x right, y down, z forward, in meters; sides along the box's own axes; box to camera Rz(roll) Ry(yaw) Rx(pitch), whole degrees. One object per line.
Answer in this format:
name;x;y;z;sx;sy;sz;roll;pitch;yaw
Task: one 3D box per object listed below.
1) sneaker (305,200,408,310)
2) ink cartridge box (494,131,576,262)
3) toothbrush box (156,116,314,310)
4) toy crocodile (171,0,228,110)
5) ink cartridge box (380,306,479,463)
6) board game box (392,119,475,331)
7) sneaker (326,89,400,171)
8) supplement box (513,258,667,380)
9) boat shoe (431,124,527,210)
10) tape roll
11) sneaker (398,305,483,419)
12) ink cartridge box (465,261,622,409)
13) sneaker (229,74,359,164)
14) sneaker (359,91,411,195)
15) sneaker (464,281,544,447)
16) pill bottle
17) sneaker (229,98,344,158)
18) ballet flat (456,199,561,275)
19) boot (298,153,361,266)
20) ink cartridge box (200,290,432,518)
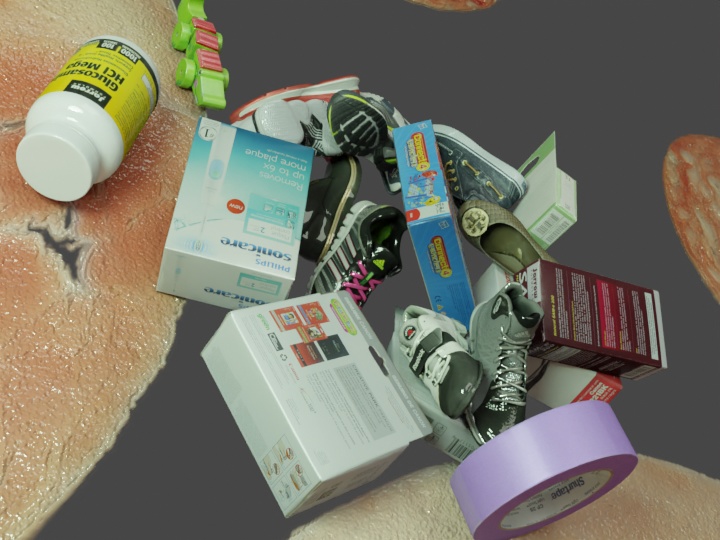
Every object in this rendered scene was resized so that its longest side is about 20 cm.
sneaker;0.000;0.000;1.108;0.074;0.087;0.202;39;62;-31
ink cartridge box;0.270;-0.103;1.428;0.048;0.146;0.202;32;39;-13
toothbrush box;-0.140;-0.061;1.059;0.144;0.086;0.203;15;52;-10
toy crocodile;-0.219;-0.301;1.284;0.067;0.062;0.203;11;47;-31
ink cartridge box;0.097;0.145;1.145;0.161;0.057;0.201;31;19;-11
board game box;0.098;-0.055;1.204;0.055;0.202;0.198;-13;43;8
sneaker;0.003;-0.198;1.245;0.082;0.073;0.200;60;13;23
supplement box;0.291;0.065;1.173;0.197;0.061;0.111;15;62;-24
boat shoe;0.156;-0.150;1.443;0.199;0.071;0.091;35;71;26
tape roll;0.200;0.222;1.013;0.197;0.201;0.066;1;52;-38
sneaker;0.082;0.100;1.065;0.088;0.075;0.200;29;13;-14
ink cartridge box;0.240;0.096;1.249;0.198;0.084;0.145;27;31;-15
sneaker;-0.076;-0.195;1.286;0.197;0.078;0.118;-18;94;-17
sneaker;0.039;-0.179;1.363;0.197;0.080;0.131;31;29;-28
sneaker;0.167;0.102;1.052;0.074;0.116;0.203;9;57;-14
pill bottle;-0.307;-0.172;1.045;0.111;0.113;0.202;29;40;-13
sneaker;-0.102;-0.171;1.210;0.199;0.113;0.077;-7;80;-59
ballet flat;0.209;-0.020;1.234;0.199;0.068;0.046;42;23;-2
boot;-0.077;-0.105;1.208;0.136;0.078;0.202;23;40;-13
ink cartridge box;-0.045;0.133;0.991;0.174;0.084;0.202;-10;60;-44
